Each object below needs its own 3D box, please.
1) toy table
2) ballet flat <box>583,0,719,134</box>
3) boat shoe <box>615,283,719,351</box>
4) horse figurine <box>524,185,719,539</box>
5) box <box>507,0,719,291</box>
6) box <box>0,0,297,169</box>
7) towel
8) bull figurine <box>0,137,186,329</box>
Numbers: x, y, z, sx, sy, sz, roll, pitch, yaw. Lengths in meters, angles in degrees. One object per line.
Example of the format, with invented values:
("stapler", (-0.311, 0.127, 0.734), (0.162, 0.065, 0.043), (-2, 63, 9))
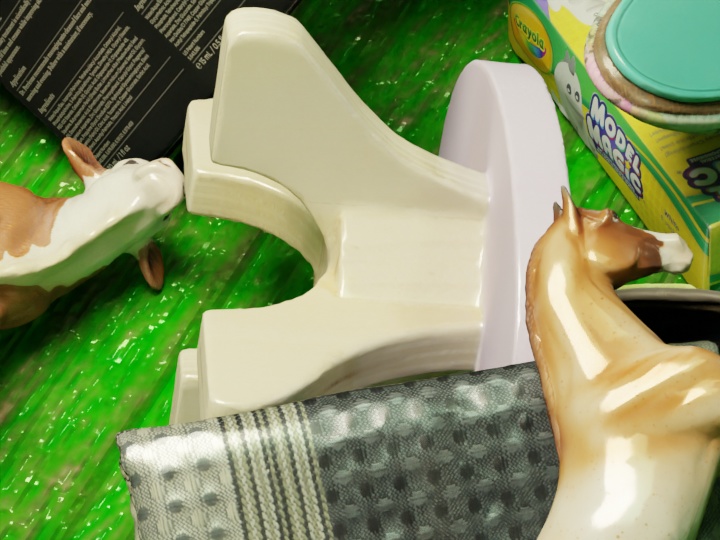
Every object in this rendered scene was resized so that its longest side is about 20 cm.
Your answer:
("toy table", (0.000, 0.000, 0.906), (0.117, 0.184, 0.200), (5, 21, -9))
("ballet flat", (0.147, -0.095, 0.978), (0.200, 0.071, 0.069), (-36, 83, -33))
("boat shoe", (0.141, 0.047, 0.830), (0.201, 0.061, 0.072), (9, 69, 47))
("horse figurine", (0.092, 0.085, 0.766), (0.132, 0.050, 0.201), (17, 82, 3))
("box", (0.148, -0.065, 1.027), (0.117, 0.048, 0.200), (-20, 49, -13))
("box", (-0.083, -0.135, 0.984), (0.141, 0.200, 0.079), (41, 56, -5))
("towel", (0.034, 0.131, 0.798), (0.192, 0.035, 0.201), (-9, 81, -6))
("bull figurine", (-0.164, -0.006, 0.980), (0.199, 0.065, 0.121), (-4, 12, 13))
